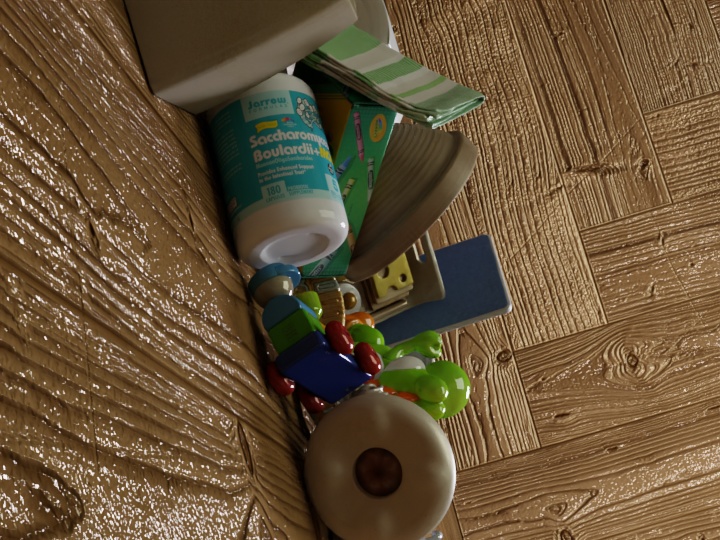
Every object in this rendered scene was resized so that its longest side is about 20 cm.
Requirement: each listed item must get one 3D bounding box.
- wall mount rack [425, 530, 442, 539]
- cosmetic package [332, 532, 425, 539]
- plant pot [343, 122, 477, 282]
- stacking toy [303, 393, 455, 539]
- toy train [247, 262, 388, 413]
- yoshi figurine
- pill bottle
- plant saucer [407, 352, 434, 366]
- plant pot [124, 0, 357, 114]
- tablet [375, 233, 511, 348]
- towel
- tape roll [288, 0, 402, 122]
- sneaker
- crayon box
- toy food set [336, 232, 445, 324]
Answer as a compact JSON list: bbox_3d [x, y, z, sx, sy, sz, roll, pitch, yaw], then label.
[{"bbox_3d":[0.025,0.261,1.701,0.174,0.074,0.202,-15,-90,66],"label":"wall mount rack"},{"bbox_3d":[0.020,0.266,1.509,0.200,0.090,0.108,-102,175,-72],"label":"cosmetic package"},{"bbox_3d":[0.024,-0.092,1.548,0.093,0.201,0.201,42,13,-14],"label":"plant pot"},{"bbox_3d":[0.037,0.182,1.423,0.200,0.145,0.147,-17,90,-75],"label":"stacking toy"},{"bbox_3d":[-0.037,0.072,1.402,0.116,0.084,0.200,61,10,28],"label":"toy train"},{"bbox_3d":[0.044,0.116,1.571,0.200,0.112,0.113,26,-35,51],"label":"yoshi figurine"},{"bbox_3d":[-0.085,-0.110,1.382,0.111,0.110,0.201,62,12,-69],"label":"pill bottle"},{"bbox_3d":[0.017,0.118,1.795,0.200,0.050,0.202,-18,-112,55],"label":"plant saucer"},{"bbox_3d":[-0.106,-0.264,1.253,0.200,0.176,0.202,-15,89,-86],"label":"plant pot"},{"bbox_3d":[0.077,0.031,1.753,0.014,0.199,0.131,65,9,-47],"label":"tablet"},{"bbox_3d":[0.015,-0.205,1.436,0.152,0.199,0.024,-34,150,-62],"label":"towel"},{"bbox_3d":[-0.055,-0.226,1.611,0.139,0.201,0.204,63,12,-65],"label":"tape roll"},{"bbox_3d":[-0.048,0.087,1.505,0.088,0.075,0.201,116,-38,-69],"label":"sneaker"},{"bbox_3d":[-0.038,-0.108,1.467,0.119,0.058,0.201,50,-49,44],"label":"crayon box"},{"bbox_3d":[0.000,0.000,1.666,0.060,0.199,0.145,-2,-71,59],"label":"toy food set"}]
